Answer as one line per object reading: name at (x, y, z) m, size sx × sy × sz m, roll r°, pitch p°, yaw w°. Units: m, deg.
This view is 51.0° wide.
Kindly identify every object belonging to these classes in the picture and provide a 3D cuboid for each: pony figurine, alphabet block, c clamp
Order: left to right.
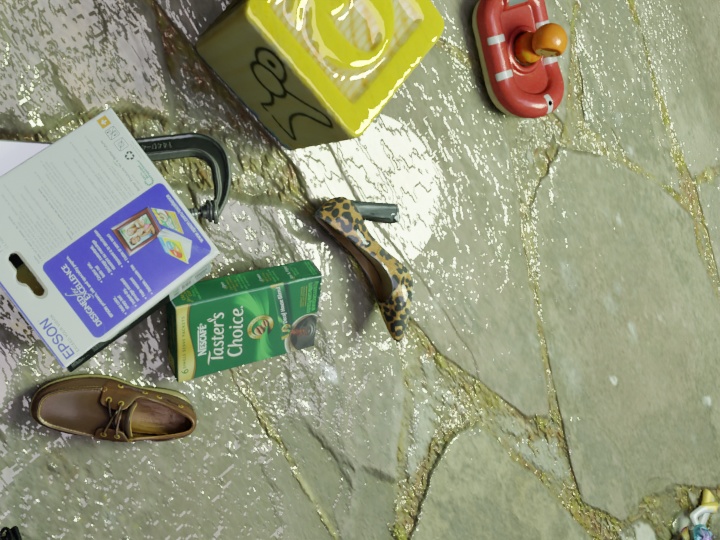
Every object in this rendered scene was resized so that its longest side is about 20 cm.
c clamp at (-0.237, -0.079, 0.861) m, size 0.195 × 0.027 × 0.174 m, roll -14°, pitch 68°, yaw -15°
alphabet block at (-0.053, -0.286, 0.921) m, size 0.195 × 0.199 × 0.198 m, roll 43°, pitch 74°, yaw -24°
pony figurine at (0.660, 0.549, 1.436) m, size 0.198 × 0.167 × 0.194 m, roll -35°, pitch 77°, yaw -18°

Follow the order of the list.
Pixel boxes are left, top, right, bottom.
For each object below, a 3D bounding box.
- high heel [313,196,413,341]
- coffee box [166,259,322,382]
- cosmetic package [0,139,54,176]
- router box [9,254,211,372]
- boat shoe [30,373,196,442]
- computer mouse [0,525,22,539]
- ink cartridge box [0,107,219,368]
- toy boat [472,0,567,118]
high heel at (0.000, 0.000, 1.049) m, size 0.140 × 0.071 × 0.206 m, roll 0°, pitch 78°, yaw -35°
coffee box at (-0.148, 0.063, 0.967) m, size 0.196 × 0.044 × 0.125 m, roll -11°, pitch 129°, yaw -28°
cosmetic package at (-0.411, -0.115, 0.813) m, size 0.196 × 0.082 × 0.052 m, roll -1°, pitch 95°, yaw -29°
router box at (-0.294, -0.011, 0.864) m, size 0.199 × 0.052 × 0.158 m, roll -38°, pitch 80°, yaw -21°
boat shoe at (-0.291, 0.169, 0.911) m, size 0.196 × 0.067 × 0.074 m, roll 12°, pitch 89°, yaw -29°
computer mouse at (-0.408, 0.402, 0.831) m, size 0.046 × 0.139 × 0.203 m, roll 36°, pitch 77°, yaw -39°
ink cartridge box at (-0.283, -0.036, 0.786) m, size 0.199 × 0.043 × 0.200 m, roll -38°, pitch 90°, yaw -22°
toy boat at (0.258, -0.333, 1.135) m, size 0.128 × 0.130 × 0.205 m, roll -23°, pitch 105°, yaw -24°
